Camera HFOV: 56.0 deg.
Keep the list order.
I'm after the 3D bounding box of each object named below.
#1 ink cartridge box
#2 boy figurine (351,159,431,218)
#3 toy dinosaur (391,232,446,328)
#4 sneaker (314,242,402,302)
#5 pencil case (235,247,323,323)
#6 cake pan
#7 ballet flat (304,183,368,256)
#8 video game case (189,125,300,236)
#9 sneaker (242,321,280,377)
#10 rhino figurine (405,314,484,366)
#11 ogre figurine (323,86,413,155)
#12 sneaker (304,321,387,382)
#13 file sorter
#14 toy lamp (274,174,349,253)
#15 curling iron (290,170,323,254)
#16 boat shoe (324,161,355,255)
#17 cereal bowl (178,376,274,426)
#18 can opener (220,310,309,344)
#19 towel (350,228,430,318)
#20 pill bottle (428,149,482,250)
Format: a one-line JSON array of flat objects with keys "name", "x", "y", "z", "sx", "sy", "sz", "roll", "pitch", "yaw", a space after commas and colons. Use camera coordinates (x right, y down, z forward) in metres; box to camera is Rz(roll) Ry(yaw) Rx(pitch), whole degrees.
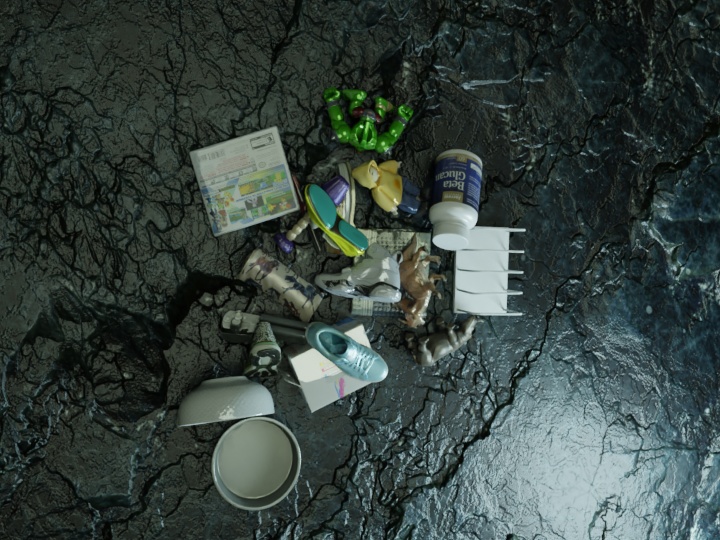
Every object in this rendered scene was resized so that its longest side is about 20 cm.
[{"name": "ink cartridge box", "x": -0.075, "y": 0.206, "z": 1.473, "sx": 0.196, "sy": 0.128, "sz": 0.128, "roll": -24, "pitch": 98, "yaw": -11}, {"name": "boy figurine", "x": 0.068, "y": -0.192, "z": 1.497, "sx": 0.197, "sy": 0.064, "sz": 0.128, "roll": 26, "pitch": 66, "yaw": -33}, {"name": "toy dinosaur", "x": 0.114, "y": 0.022, "z": 1.513, "sx": 0.133, "sy": 0.085, "sz": 0.205, "roll": -21, "pitch": 80, "yaw": 26}, {"name": "sneaker", "x": 0.000, "y": 0.000, "z": 1.488, "sx": 0.194, "sy": 0.075, "sz": 0.118, "roll": 8, "pitch": 79, "yaw": 10}, {"name": "pencil case", "x": -0.171, "y": 0.035, "z": 1.467, "sx": 0.198, "sy": 0.089, "sz": 0.079, "roll": 36, "pitch": 49, "yaw": -14}, {"name": "cake pan", "x": -0.230, "y": 0.420, "z": 1.489, "sx": 0.194, "sy": 0.037, "sz": 0.207, "roll": -1, "pitch": 93, "yaw": -15}, {"name": "ballet flat", "x": -0.065, "y": -0.095, "z": 1.409, "sx": 0.200, "sy": 0.066, "sz": 0.068, "roll": 43, "pitch": 45, "yaw": -32}, {"name": "video game case", "x": -0.246, "y": -0.191, "z": 1.452, "sx": 0.195, "sy": 0.022, "sz": 0.187, "roll": -17, "pitch": 97, "yaw": -5}, {"name": "sneaker", "x": -0.205, "y": 0.167, "z": 1.418, "sx": 0.075, "sy": 0.201, "sz": 0.091, "roll": 4, "pitch": 63, "yaw": -18}, {"name": "rhino figurine", "x": 0.202, "y": 0.157, "z": 1.574, "sx": 0.196, "sy": 0.060, "sz": 0.089, "roll": -24, "pitch": 123, "yaw": -13}, {"name": "ogre figurine", "x": 0.009, "y": -0.326, "z": 1.488, "sx": 0.196, "sy": 0.097, "sz": 0.123, "roll": 18, "pitch": 77, "yaw": -26}, {"name": "sneaker", "x": -0.024, "y": 0.175, "z": 1.376, "sx": 0.197, "sy": 0.082, "sz": 0.075, "roll": 29, "pitch": 86, "yaw": -14}, {"name": "file sorter", "x": 0.300, "y": 0.002, "z": 1.562, "sx": 0.135, "sy": 0.124, "sz": 0.206, "roll": 1, "pitch": 93, "yaw": -14}, {"name": "toy lamp", "x": -0.101, "y": -0.122, "z": 1.450, "sx": 0.058, "sy": 0.058, "sz": 0.200, "roll": 41, "pitch": 106, "yaw": -12}, {"name": "curling iron", "x": -0.131, "y": -0.128, "z": 1.496, "sx": 0.049, "sy": 0.026, "sz": 0.204, "roll": -27, "pitch": 100, "yaw": -3}, {"name": "boat shoe", "x": -0.048, "y": -0.137, "z": 1.491, "sx": 0.066, "sy": 0.075, "sz": 0.206, "roll": -2, "pitch": 87, "yaw": -9}, {"name": "cereal bowl", "x": -0.278, "y": 0.267, "z": 1.395, "sx": 0.194, "sy": 0.200, "sz": 0.086, "roll": -4, "pitch": 77, "yaw": -14}, {"name": "can opener", "x": -0.205, "y": 0.127, "z": 1.462, "sx": 0.194, "sy": 0.053, "sz": 0.068, "roll": 7, "pitch": 130, "yaw": 4}, {"name": "towel", "x": 0.069, "y": 0.004, "z": 1.555, "sx": 0.187, "sy": 0.035, "sz": 0.206, "roll": 3, "pitch": 94, "yaw": -11}, {"name": "pill bottle", "x": 0.210, "y": -0.155, "z": 1.507, "sx": 0.108, "sy": 0.111, "sz": 0.205, "roll": 15, "pitch": 68, "yaw": -14}]
